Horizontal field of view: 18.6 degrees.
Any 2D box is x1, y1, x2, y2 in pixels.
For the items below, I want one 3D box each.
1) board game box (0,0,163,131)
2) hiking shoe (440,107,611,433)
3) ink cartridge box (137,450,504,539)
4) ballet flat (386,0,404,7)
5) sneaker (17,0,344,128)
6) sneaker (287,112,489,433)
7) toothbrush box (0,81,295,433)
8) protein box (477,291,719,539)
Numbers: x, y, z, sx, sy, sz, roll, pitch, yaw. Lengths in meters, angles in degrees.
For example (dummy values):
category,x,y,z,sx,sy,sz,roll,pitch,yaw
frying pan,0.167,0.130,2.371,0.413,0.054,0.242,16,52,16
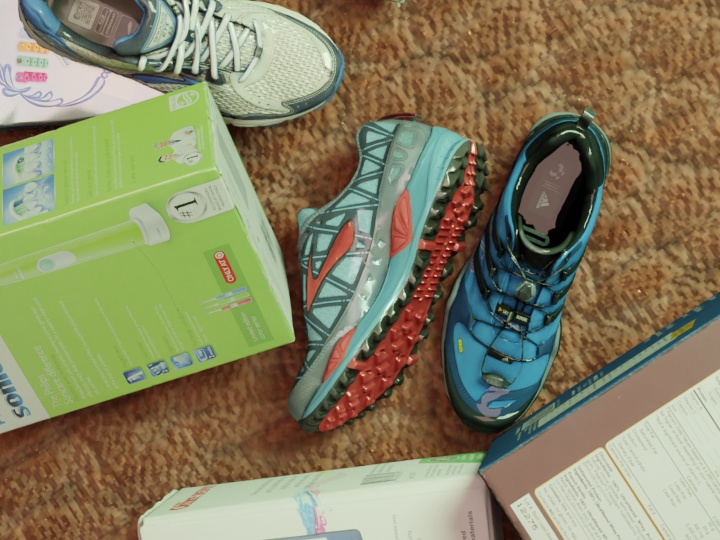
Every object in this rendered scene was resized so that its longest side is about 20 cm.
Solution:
category,x,y,z,sx,sy,sz,roll,pitch,yaw
board game box,-0.190,-0.189,1.344,0.198,0.043,0.201,-4,89,5
hiking shoe,0.092,-0.001,1.295,0.074,0.087,0.201,16,92,6
ink cartridge box,-0.018,0.163,1.277,0.199,0.145,0.088,-6,91,5
ballet flat,0.062,-0.241,1.317,0.200,0.076,0.064,-45,117,8
sneaker,-0.109,-0.133,1.275,0.199,0.085,0.077,13,91,2
sneaker,0.000,0.000,1.323,0.095,0.079,0.200,28,94,27
toothbrush box,-0.156,-0.005,1.284,0.199,0.086,0.146,-19,132,6
protein box,0.188,0.105,1.229,0.200,0.199,0.135,-33,87,5
